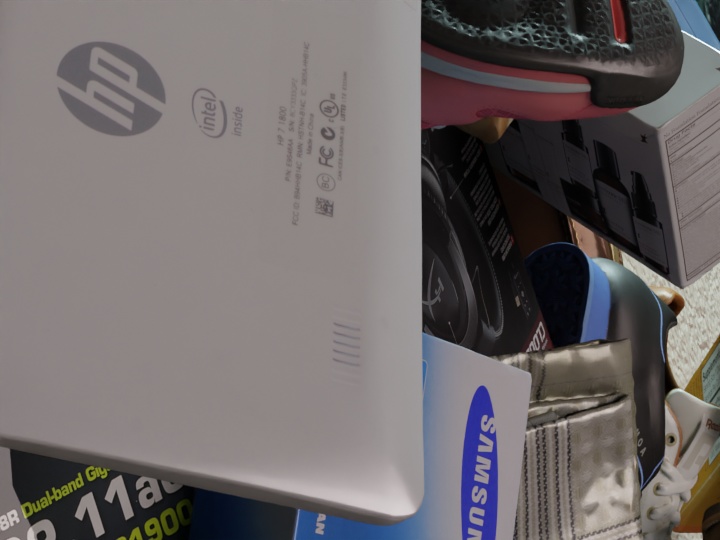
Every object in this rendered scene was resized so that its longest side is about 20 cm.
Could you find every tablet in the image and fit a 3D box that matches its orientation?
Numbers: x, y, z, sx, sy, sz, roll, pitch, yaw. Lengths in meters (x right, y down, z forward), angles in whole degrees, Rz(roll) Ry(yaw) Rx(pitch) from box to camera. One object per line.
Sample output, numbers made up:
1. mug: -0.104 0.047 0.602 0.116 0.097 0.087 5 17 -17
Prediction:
1. tablet: -0.044 -0.037 0.634 0.130 0.014 0.201 13 54 -18

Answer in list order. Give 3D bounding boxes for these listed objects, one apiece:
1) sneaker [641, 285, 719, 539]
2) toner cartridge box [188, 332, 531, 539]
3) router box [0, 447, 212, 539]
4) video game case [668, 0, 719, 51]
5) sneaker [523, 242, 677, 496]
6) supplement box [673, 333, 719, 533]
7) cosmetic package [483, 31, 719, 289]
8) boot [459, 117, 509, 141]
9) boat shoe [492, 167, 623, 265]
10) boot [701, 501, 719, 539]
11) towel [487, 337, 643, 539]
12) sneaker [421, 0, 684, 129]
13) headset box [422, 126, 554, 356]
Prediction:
1. sneaker: 0.131 0.102 1.194 0.073 0.084 0.201 17 66 -65
2. toner cartridge box: -0.007 0.116 0.710 0.095 0.043 0.201 21 72 -47
3. router box: -0.063 0.072 0.732 0.200 0.062 0.150 -29 107 -45
4. video game case: 0.069 -0.122 1.035 0.018 0.200 0.143 -41 116 -15
5. sneaker: 0.085 0.093 1.051 0.078 0.070 0.201 25 77 -40
6. supplement box: 0.201 0.078 1.274 0.200 0.066 0.069 104 -15 -72
7. cosmetic package: 0.068 -0.076 0.998 0.051 0.200 0.083 -33 134 -22
8. boot: -0.025 -0.113 0.832 0.200 0.066 0.175 39 36 -9
9. boat shoe: 0.077 0.024 1.122 0.068 0.072 0.201 -26 106 -67
10. boot: 0.182 0.160 1.207 0.200 0.073 0.076 117 -9 -64
11. towel: 0.028 0.128 0.872 0.192 0.034 0.201 -9 94 -29
12. sneaker: -0.005 -0.068 0.765 0.087 0.199 0.074 98 -4 -53
13. headset box: 0.000 0.000 0.955 0.201 0.077 0.149 71 26 -21
